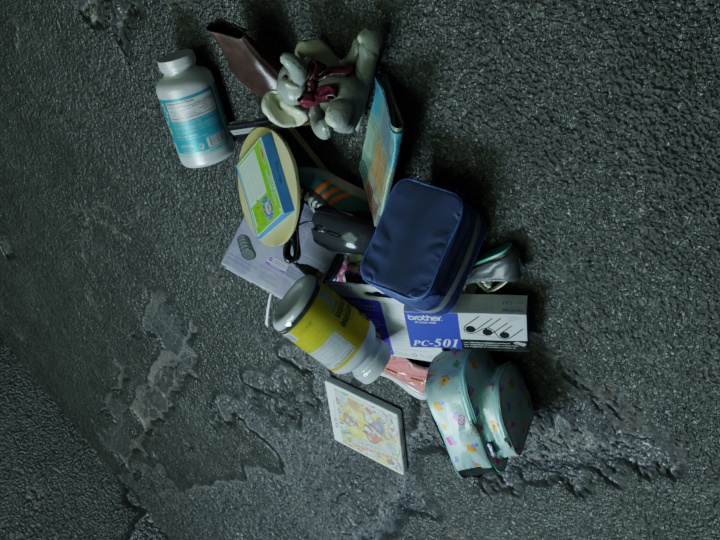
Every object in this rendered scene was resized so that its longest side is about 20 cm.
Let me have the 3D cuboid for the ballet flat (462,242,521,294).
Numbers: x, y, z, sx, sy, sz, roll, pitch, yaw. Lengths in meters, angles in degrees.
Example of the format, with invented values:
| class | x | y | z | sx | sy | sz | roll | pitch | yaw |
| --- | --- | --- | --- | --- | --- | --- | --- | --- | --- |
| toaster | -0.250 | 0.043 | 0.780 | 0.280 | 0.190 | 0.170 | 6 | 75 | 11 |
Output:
| class | x | y | z | sx | sy | sz | roll | pitch | yaw |
| --- | --- | --- | --- | --- | --- | --- | --- | --- | --- |
| ballet flat | 0.182 | 0.009 | 1.360 | 0.199 | 0.073 | 0.074 | -15 | 110 | 47 |

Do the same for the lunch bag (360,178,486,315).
| class | x | y | z | sx | sy | sz | roll | pitch | yaw |
| --- | --- | --- | --- | --- | --- | --- | --- | --- | --- |
| lunch bag | 0.105 | -0.041 | 1.307 | 0.135 | 0.202 | 0.132 | 24 | 177 | 30 |

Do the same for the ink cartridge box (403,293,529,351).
| class | x | y | z | sx | sy | sz | roll | pitch | yaw |
| --- | --- | --- | --- | --- | --- | --- | --- | --- | --- |
| ink cartridge box | 0.174 | 0.084 | 1.369 | 0.197 | 0.045 | 0.095 | 1 | 137 | 15 |

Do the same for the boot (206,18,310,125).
| class | x | y | z | sx | sy | sz | roll | pitch | yaw |
| --- | --- | --- | --- | --- | --- | --- | --- | --- | --- |
| boot | -0.154 | -0.323 | 1.372 | 0.199 | 0.073 | 0.166 | 31 | 171 | 34 |

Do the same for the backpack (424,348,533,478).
| class | x | y | z | sx | sy | sz | roll | pitch | yaw |
| --- | --- | --- | --- | --- | --- | --- | --- | --- | --- |
| backpack | 0.201 | 0.227 | 1.433 | 0.152 | 0.176 | 0.202 | -24 | 104 | 34 |

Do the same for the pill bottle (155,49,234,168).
| class | x | y | z | sx | sy | sz | roll | pitch | yaw |
| --- | --- | --- | --- | --- | --- | --- | --- | --- | --- |
| pill bottle | -0.313 | -0.303 | 1.568 | 0.110 | 0.111 | 0.203 | 10 | 126 | 39 |

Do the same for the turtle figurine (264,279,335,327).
| class | x | y | z | sx | sy | sz | roll | pitch | yaw |
| --- | --- | --- | --- | --- | --- | --- | --- | --- | --- |
| turtle figurine | -0.159 | -0.010 | 1.626 | 0.199 | 0.143 | 0.195 | -30 | 93 | 49 |

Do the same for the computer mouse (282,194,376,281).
| class | x | y | z | sx | sy | sz | roll | pitch | yaw |
| --- | --- | --- | --- | --- | --- | --- | --- | --- | --- |
| computer mouse | -0.051 | -0.041 | 1.404 | 0.197 | 0.046 | 0.143 | 18 | 112 | 19 |

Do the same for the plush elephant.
| class | x | y | z | sx | sy | sz | roll | pitch | yaw |
| --- | --- | --- | --- | --- | --- | --- | --- | --- | --- |
| plush elephant | -0.065 | -0.285 | 1.285 | 0.153 | 0.167 | 0.200 | 22 | 169 | 2 |

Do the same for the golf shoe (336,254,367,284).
| class | x | y | z | sx | sy | sz | roll | pitch | yaw |
| --- | --- | --- | --- | --- | --- | --- | --- | --- | --- |
| golf shoe | 0.000 | 0.000 | 1.542 | 0.071 | 0.093 | 0.200 | 14 | 159 | -8 |

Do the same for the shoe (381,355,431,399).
| class | x | y | z | sx | sy | sz | roll | pitch | yaw |
| --- | --- | --- | --- | --- | --- | --- | --- | --- | --- |
| shoe | 0.065 | 0.161 | 1.601 | 0.198 | 0.071 | 0.092 | 30 | 136 | 17 |

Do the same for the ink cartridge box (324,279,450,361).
| class | x | y | z | sx | sy | sz | roll | pitch | yaw |
| --- | --- | --- | --- | --- | --- | --- | --- | --- | --- |
| ink cartridge box | 0.051 | 0.079 | 1.484 | 0.195 | 0.044 | 0.201 | 7 | 141 | 21 |

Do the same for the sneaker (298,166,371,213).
| class | x | y | z | sx | sy | sz | roll | pitch | yaw |
| --- | --- | --- | --- | --- | --- | --- | --- | --- | --- |
| sneaker | -0.053 | -0.113 | 1.448 | 0.198 | 0.081 | 0.072 | 22 | 151 | 13 |

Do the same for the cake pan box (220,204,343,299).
| class | x | y | z | sx | sy | sz | roll | pitch | yaw |
| --- | --- | --- | --- | --- | --- | --- | --- | --- | --- |
| cake pan box | -0.128 | -0.046 | 1.524 | 0.198 | 0.052 | 0.186 | 27 | 96 | 8 |

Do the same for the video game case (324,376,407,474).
| class | x | y | z | sx | sy | sz | roll | pitch | yaw |
| --- | --- | --- | --- | --- | --- | --- | --- | --- | --- |
| video game case | 0.012 | 0.339 | 1.832 | 0.198 | 0.023 | 0.184 | 20 | 133 | 34 |

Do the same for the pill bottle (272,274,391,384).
| class | x | y | z | sx | sy | sz | roll | pitch | yaw |
| --- | --- | --- | --- | --- | --- | --- | --- | --- | --- |
| pill bottle | -0.045 | 0.106 | 1.442 | 0.199 | 0.113 | 0.112 | 38 | 145 | -19 |

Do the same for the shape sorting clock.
| class | x | y | z | sx | sy | sz | roll | pitch | yaw |
| --- | --- | --- | --- | --- | --- | --- | --- | --- | --- |
| shape sorting clock | -0.156 | -0.142 | 1.434 | 0.199 | 0.039 | 0.203 | 25 | 121 | 53 |

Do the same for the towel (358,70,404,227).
| class | x | y | z | sx | sy | sz | roll | pitch | yaw |
| --- | --- | --- | --- | --- | --- | --- | --- | --- | --- |
| towel | 0.029 | -0.187 | 1.320 | 0.202 | 0.021 | 0.148 | 102 | 161 | -46 |

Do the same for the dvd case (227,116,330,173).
| class | x | y | z | sx | sy | sz | roll | pitch | yaw |
| --- | --- | --- | --- | --- | --- | --- | --- | --- | --- |
| dvd case | -0.130 | -0.195 | 1.492 | 0.147 | 0.016 | 0.200 | 2 | 144 | 44 |
